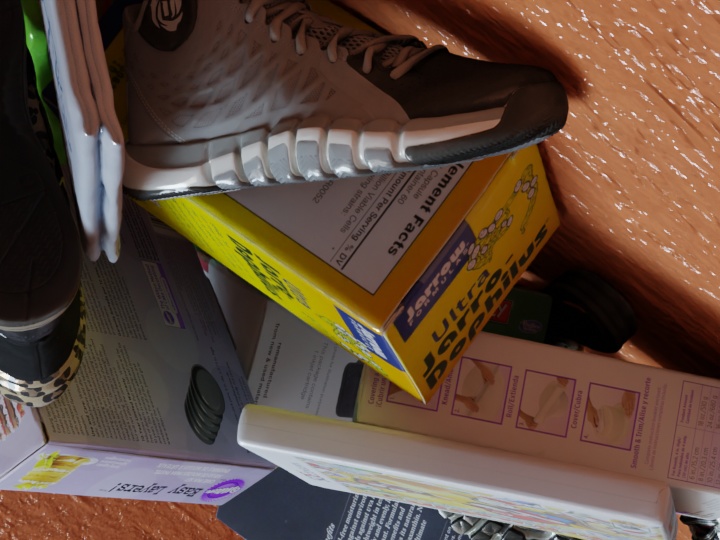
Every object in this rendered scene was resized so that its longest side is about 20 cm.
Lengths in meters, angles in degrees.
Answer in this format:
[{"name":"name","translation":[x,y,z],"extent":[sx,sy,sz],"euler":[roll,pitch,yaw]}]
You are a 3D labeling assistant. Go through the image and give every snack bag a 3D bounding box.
[{"name":"snack bag","translation":[-0.117,-0.118,0.823],"extent":[0.189,0.021,0.202],"euler":[113,146,-75]}]

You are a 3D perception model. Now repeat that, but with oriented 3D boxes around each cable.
[{"name":"cable","translation":[0.102,0.019,1.117],"extent":[0.097,0.050,0.200],"euler":[53,162,9]}]

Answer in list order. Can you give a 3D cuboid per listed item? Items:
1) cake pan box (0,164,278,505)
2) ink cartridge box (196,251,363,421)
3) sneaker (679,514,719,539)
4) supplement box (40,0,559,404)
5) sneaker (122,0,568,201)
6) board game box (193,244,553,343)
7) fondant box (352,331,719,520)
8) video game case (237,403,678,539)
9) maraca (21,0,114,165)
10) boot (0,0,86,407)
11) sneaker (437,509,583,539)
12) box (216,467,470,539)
[{"name":"cake pan box","translation":[-0.143,0.019,1.078],"extent":[0.184,0.052,0.201],"euler":[14,-132,-57]},{"name":"ink cartridge box","translation":[-0.019,0.042,1.242],"extent":[0.199,0.084,0.145],"euler":[8,-166,-37]},{"name":"sneaker","translation":[0.226,0.168,1.189],"extent":[0.200,0.082,0.078],"euler":[41,172,-16]},{"name":"supplement box","translation":[-0.025,-0.050,0.946],"extent":[0.199,0.109,0.110],"euler":[35,171,21]},{"name":"sneaker","translation":[-0.018,-0.093,0.822],"extent":[0.198,0.117,0.075],"euler":[-5,-178,28]},{"name":"board game box","translation":[0.000,0.000,1.108],"extent":[0.133,0.029,0.200],"euler":[13,-177,-21]},{"name":"fondant box","translation":[0.097,0.075,1.045],"extent":[0.198,0.059,0.144],"euler":[10,170,0]},{"name":"video game case","translation":[0.054,0.104,1.026],"extent":[0.198,0.023,0.182],"euler":[9,170,12]},{"name":"maraca","translation":[-0.169,-0.131,1.032],"extent":[0.200,0.106,0.138],"euler":[-123,18,-58]},{"name":"boot","translation":[-0.167,-0.044,0.929],"extent":[0.151,0.073,0.201],"euler":[101,148,-67]},{"name":"sneaker","translation":[0.109,0.127,1.212],"extent":[0.200,0.078,0.090],"euler":[45,-153,-11]},{"name":"box","translation":[0.049,0.144,1.373],"extent":[0.198,0.124,0.199],"euler":[33,-154,31]}]
